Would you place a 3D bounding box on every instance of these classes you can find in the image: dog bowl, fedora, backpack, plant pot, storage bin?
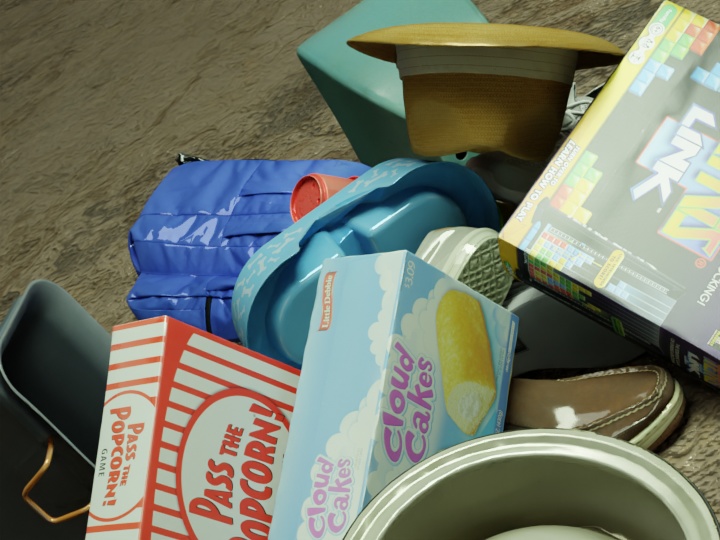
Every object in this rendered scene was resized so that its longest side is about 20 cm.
[{"bbox_3d":[0.000,0.000,1.169,0.200,0.112,0.050,-36,33,-13],"label":"dog bowl"},{"bbox_3d":[0.086,0.174,0.879,0.199,0.074,0.201,-10,38,8],"label":"dog bowl"},{"bbox_3d":[0.081,-0.114,1.150,0.199,0.082,0.201,2,2,0],"label":"fedora"},{"bbox_3d":[-0.057,0.015,1.317,0.199,0.163,0.168,-3,45,27],"label":"backpack"},{"bbox_3d":[0.068,-0.146,1.489,0.141,0.142,0.200,-36,32,-7],"label":"plant pot"},{"bbox_3d":[-0.225,0.136,1.264,0.134,0.200,0.146,-34,22,25],"label":"storage bin"}]

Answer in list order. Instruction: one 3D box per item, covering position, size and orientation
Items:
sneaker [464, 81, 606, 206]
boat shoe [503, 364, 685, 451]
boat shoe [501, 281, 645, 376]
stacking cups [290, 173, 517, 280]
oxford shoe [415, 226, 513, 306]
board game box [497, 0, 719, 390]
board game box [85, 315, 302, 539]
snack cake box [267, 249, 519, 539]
[{"bbox_3d":[0.136,-0.097,1.274,0.074,0.082,0.200,17,24,30],"label":"sneaker"},{"bbox_3d":[0.095,0.097,1.068,0.202,0.075,0.075,-25,25,18],"label":"boat shoe"},{"bbox_3d":[0.124,0.031,1.175,0.199,0.070,0.066,-23,26,39],"label":"boat shoe"},{"bbox_3d":[0.038,-0.031,1.246,0.060,0.199,0.061,-12,75,53],"label":"stacking cups"},{"bbox_3d":[0.030,0.058,1.139,0.058,0.075,0.201,26,84,47],"label":"oxford shoe"},{"bbox_3d":[0.207,-0.048,1.081,0.165,0.057,0.200,29,73,24],"label":"board game box"},{"bbox_3d":[-0.063,0.128,0.991,0.046,0.200,0.152,-12,65,39],"label":"board game box"},{"bbox_3d":[0.020,0.102,0.999,0.067,0.115,0.201,-6,66,40],"label":"snack cake box"}]
